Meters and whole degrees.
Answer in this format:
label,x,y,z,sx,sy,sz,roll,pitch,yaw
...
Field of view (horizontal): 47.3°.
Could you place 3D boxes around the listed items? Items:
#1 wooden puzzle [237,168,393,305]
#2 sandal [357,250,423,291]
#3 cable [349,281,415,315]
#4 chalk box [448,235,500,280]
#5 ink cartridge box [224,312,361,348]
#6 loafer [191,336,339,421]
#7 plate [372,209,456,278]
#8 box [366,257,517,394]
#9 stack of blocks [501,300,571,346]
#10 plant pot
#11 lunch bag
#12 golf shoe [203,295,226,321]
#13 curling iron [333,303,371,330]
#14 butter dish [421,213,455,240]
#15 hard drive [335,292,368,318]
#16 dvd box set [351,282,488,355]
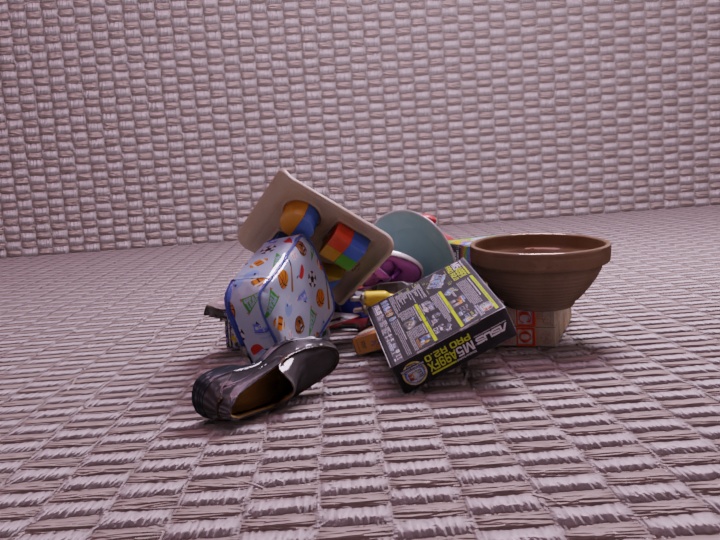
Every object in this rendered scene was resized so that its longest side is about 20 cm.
label,x,y,z,sx,sy,sz,roll,pitch,yaw
wooden puzzle,-0.075,-0.036,1.218,0.185,0.199,0.046,-46,14,48
sandal,-0.001,0.005,1.310,0.201,0.083,0.050,8,44,-2
cable,0.087,0.044,1.280,0.198,0.051,0.097,-6,-21,19
chalk box,0.234,0.002,1.541,0.123,0.126,0.200,-7,9,-21
ink cartridge box,-0.107,0.097,1.308,0.199,0.051,0.109,2,9,34
loafer,-0.098,0.135,0.980,0.199,0.073,0.072,-22,25,-35
plate,0.083,-0.002,1.354,0.199,0.202,0.025,3,14,42
box,0.100,0.066,1.084,0.159,0.044,0.200,-28,21,1
stack of blocks,0.261,0.067,1.288,0.114,0.059,0.200,-2,8,21
plant pot,0.259,0.004,1.187,0.199,0.094,0.201,-3,10,1
lunch bag,-0.108,0.054,1.135,0.075,0.161,0.200,-7,28,25
golf shoe,-0.161,0.031,1.304,0.199,0.089,0.077,-11,12,-39
curling iron,0.013,0.082,1.391,0.199,0.026,0.050,0,47,35
butter dish,0.129,-0.047,1.757,0.199,0.149,0.199,13,-2,-33
hard drive,-0.074,0.022,1.432,0.131,0.026,0.200,0,-36,28
dvd box set,0.101,0.070,1.234,0.199,0.030,0.146,-18,5,25
